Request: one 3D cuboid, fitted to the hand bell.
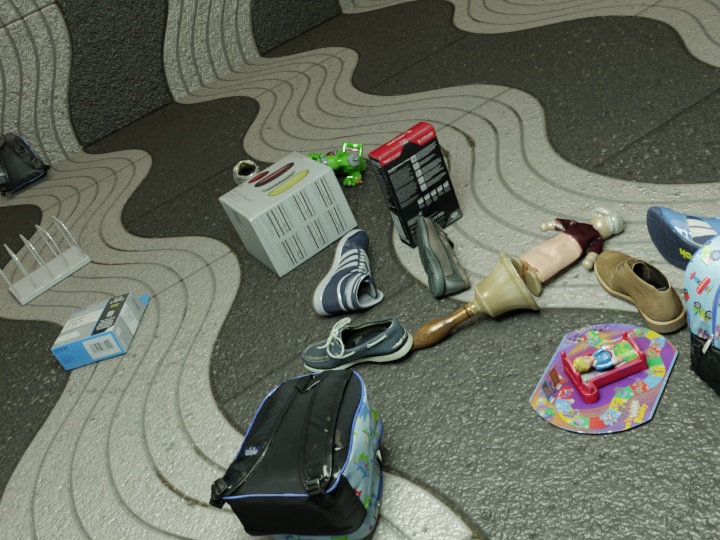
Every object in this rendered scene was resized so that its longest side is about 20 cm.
[{"bbox_3d":[0.158,0.064,1.145,0.199,0.104,0.104,-32,29,10],"label":"hand bell"}]

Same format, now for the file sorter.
[{"bbox_3d":[-0.825,-0.033,1.933,0.200,0.125,0.138,-37,33,-22],"label":"file sorter"}]

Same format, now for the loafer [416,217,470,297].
[{"bbox_3d":[0.140,-0.024,1.310,0.062,0.072,0.201,-4,38,-4],"label":"loafer"}]

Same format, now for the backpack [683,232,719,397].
[{"bbox_3d":[0.458,0.042,0.832,0.182,0.201,0.135,-22,30,1],"label":"backpack"}]

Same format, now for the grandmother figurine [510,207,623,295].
[{"bbox_3d":[0.333,-0.042,1.201,0.199,0.061,0.121,-29,58,-14],"label":"grandmother figurine"}]

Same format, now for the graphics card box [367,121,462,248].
[{"bbox_3d":[0.104,-0.157,1.395,0.125,0.201,0.051,-34,32,-15],"label":"graphics card box"}]

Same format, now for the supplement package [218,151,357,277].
[{"bbox_3d":[-0.153,-0.123,1.576,0.199,0.148,0.191,-35,32,-16],"label":"supplement package"}]

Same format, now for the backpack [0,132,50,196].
[{"bbox_3d":[-1.258,-0.397,2.745,0.199,0.191,0.154,-32,15,-15],"label":"backpack"}]

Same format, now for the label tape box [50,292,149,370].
[{"bbox_3d":[-0.534,0.106,1.569,0.142,0.066,0.201,-17,32,12],"label":"label tape box"}]

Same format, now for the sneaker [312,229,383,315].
[{"bbox_3d":[0.000,0.000,1.349,0.108,0.070,0.201,-7,41,36],"label":"sneaker"}]

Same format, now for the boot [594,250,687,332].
[{"bbox_3d":[0.388,0.005,1.065,0.073,0.076,0.200,-26,26,1],"label":"boot"}]

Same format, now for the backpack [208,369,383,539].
[{"bbox_3d":[-0.059,0.235,0.947,0.182,0.147,0.201,-11,36,24],"label":"backpack"}]

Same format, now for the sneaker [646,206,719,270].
[{"bbox_3d":[0.491,-0.041,1.072,0.082,0.074,0.200,-28,38,-11],"label":"sneaker"}]

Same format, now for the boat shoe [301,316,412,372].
[{"bbox_3d":[-0.016,0.114,1.182,0.199,0.062,0.075,-11,39,35],"label":"boat shoe"}]

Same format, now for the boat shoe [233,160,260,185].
[{"bbox_3d":[-0.292,-0.256,1.960,0.071,0.070,0.200,-33,31,-12],"label":"boat shoe"}]

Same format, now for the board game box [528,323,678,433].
[{"bbox_3d":[0.309,0.121,0.971,0.157,0.039,0.200,4,41,40],"label":"board game box"}]

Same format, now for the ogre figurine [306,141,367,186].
[{"bbox_3d":[-0.052,-0.244,1.727,0.119,0.200,0.099,-3,73,9],"label":"ogre figurine"}]
